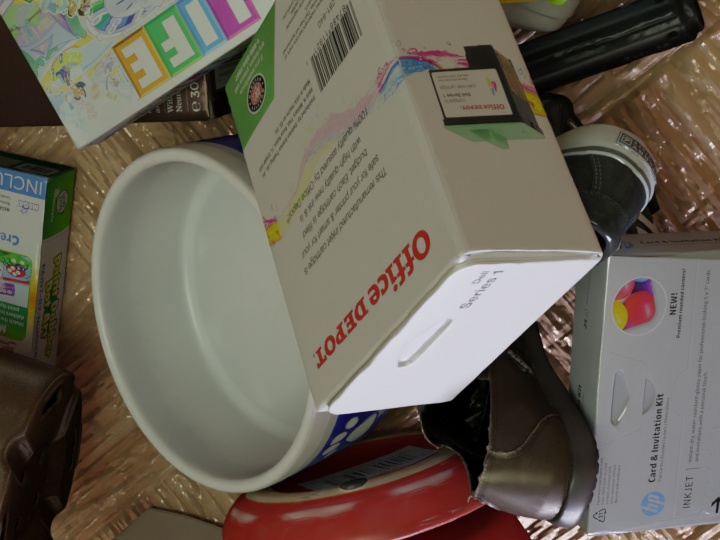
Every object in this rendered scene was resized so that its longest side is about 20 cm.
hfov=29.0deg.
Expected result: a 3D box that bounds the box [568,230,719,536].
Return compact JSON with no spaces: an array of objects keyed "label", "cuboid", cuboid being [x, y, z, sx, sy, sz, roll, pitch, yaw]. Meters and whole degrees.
[{"label":"box","cuboid":[0.211,0.057,0.758,0.198,0.041,0.158,-4,107,-16]}]

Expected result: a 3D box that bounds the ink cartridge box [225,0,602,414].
[{"label":"ink cartridge box","cuboid":[0.017,-0.052,0.679,0.145,0.083,0.202,-50,49,47]}]

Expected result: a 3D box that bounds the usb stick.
[{"label":"usb stick","cuboid":[0.094,-0.114,0.787,0.198,0.055,0.033,-18,89,20]}]

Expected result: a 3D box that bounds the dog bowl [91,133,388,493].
[{"label":"dog bowl","cuboid":[-0.068,0.022,0.815,0.199,0.078,0.202,15,113,41]}]

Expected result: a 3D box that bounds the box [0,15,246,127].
[{"label":"box","cuboid":[-0.172,-0.142,0.847,0.198,0.075,0.101,0,105,18]}]

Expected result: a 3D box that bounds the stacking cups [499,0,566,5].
[{"label":"stacking cups","cuboid":[0.154,-0.172,0.712,0.198,0.061,0.061,-8,104,-10]}]

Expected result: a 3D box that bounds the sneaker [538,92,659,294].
[{"label":"sneaker","cuboid":[0.145,-0.023,0.790,0.066,0.091,0.200,-17,126,46]}]

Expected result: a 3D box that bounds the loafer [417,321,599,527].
[{"label":"loafer","cuboid":[0.065,0.062,0.773,0.070,0.200,0.074,7,113,-20]}]

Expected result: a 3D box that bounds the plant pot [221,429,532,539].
[{"label":"plant pot","cuboid":[0.019,0.199,0.825,0.198,0.200,0.185,-13,93,19]}]

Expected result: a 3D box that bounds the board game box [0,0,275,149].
[{"label":"board game box","cuboid":[-0.108,-0.174,0.762,0.199,0.034,0.135,-29,94,22]}]

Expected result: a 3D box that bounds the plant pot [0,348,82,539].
[{"label":"plant pot","cuboid":[-0.287,0.114,0.852,0.196,0.200,0.202,14,108,4]}]

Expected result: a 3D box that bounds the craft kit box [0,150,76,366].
[{"label":"craft kit box","cuboid":[-0.297,0.007,0.941,0.198,0.049,0.200,14,106,12]}]

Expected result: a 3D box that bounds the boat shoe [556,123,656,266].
[{"label":"boat shoe","cuboid":[0.071,-0.013,0.721,0.068,0.057,0.200,38,146,-13]}]

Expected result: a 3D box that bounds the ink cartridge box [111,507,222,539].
[{"label":"ink cartridge box","cuboid":[-0.152,0.261,0.884,0.084,0.200,0.147,15,109,17]}]

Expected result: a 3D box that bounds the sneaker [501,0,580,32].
[{"label":"sneaker","cuboid":[0.021,-0.145,0.796,0.198,0.074,0.117,23,114,17]}]
